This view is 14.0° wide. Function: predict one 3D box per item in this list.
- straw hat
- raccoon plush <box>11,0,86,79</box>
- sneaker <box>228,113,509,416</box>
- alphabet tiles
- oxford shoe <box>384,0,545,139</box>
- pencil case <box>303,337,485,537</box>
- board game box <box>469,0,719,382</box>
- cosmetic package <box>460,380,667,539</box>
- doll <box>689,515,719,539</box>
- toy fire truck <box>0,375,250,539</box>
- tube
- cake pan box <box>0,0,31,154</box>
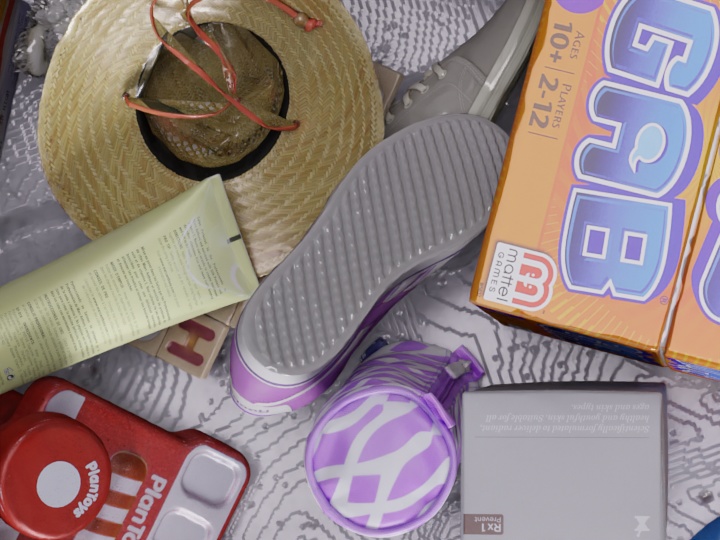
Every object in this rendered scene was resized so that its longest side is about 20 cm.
[{"bbox_3d":[-0.080,-0.101,1.598,0.200,0.085,0.202,-2,119,-3],"label":"straw hat"},{"bbox_3d":[-0.161,-0.194,1.670,0.134,0.097,0.200,-45,49,18],"label":"raccoon plush"},{"bbox_3d":[-0.001,0.000,1.573,0.200,0.114,0.073,-41,79,-22],"label":"sneaker"},{"bbox_3d":[-0.086,-0.049,1.644,0.167,0.008,0.201,24,89,26],"label":"alphabet tiles"},{"bbox_3d":[0.047,-0.088,1.623,0.058,0.075,0.201,32,95,5],"label":"oxford shoe"},{"bbox_3d":[0.023,0.086,1.552,0.085,0.200,0.084,-32,93,10],"label":"pencil case"},{"bbox_3d":[0.184,-0.049,1.537,0.199,0.200,0.201,14,88,8],"label":"board game box"},{"bbox_3d":[0.110,0.101,1.535,0.106,0.200,0.091,0,86,5],"label":"cosmetic package"},{"bbox_3d":[0.225,0.182,1.591,0.136,0.048,0.201,0,86,6],"label":"doll"},{"bbox_3d":[-0.163,0.163,1.600,0.168,0.112,0.201,27,84,-29],"label":"toy fire truck"},{"bbox_3d":[-0.154,0.021,1.578,0.199,0.058,0.052,-25,70,-8],"label":"tube"},{"bbox_3d":[-0.239,-0.067,1.600,0.052,0.184,0.201,12,87,8],"label":"cake pan box"}]
